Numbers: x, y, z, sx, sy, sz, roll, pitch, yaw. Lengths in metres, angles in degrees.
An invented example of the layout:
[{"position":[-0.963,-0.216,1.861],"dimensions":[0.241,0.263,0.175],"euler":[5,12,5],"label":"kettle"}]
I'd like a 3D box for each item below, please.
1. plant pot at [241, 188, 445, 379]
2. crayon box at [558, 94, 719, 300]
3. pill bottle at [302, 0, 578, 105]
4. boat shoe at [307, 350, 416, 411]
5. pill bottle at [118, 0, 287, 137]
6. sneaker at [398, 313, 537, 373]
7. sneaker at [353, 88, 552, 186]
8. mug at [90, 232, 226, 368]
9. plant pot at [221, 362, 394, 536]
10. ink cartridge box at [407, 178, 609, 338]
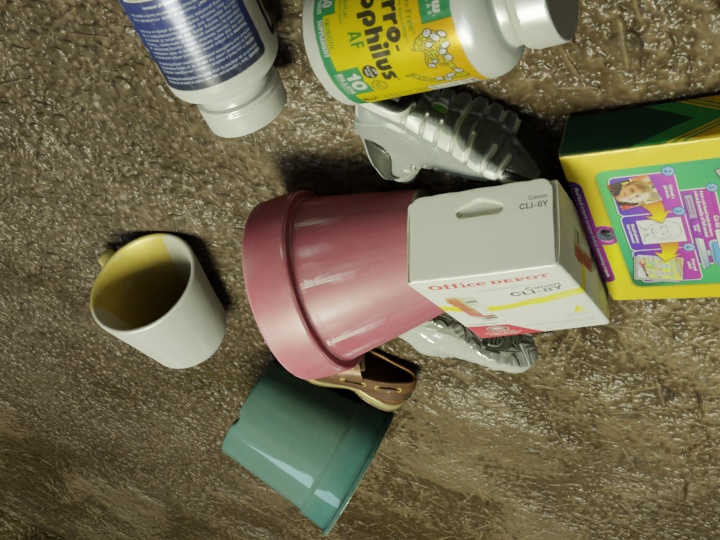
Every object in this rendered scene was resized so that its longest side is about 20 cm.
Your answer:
[{"position":[0.000,0.000,0.945],"dimensions":[0.178,0.201,0.200],"euler":[-15,132,21],"label":"plant pot"},{"position":[0.293,-0.059,0.809],"dimensions":[0.172,0.058,0.200],"euler":[-4,137,30],"label":"crayon box"},{"position":[0.063,-0.201,0.704],"dimensions":[0.199,0.113,0.113],"euler":[-4,137,32],"label":"pill bottle"},{"position":[-0.015,0.122,1.202],"dimensions":[0.199,0.072,0.068],"euler":[24,140,-13],"label":"boat shoe"},{"position":[-0.140,-0.220,0.789],"dimensions":[0.110,0.111,0.201],"euler":[1,139,27],"label":"pill bottle"},{"position":[0.115,0.073,1.073],"dimensions":[0.199,0.078,0.100],"euler":[24,152,14],"label":"sneaker"},{"position":[0.080,-0.113,0.853],"dimensions":[0.199,0.075,0.116],"euler":[30,150,7],"label":"sneaker"},{"position":[-0.257,0.041,1.197],"dimensions":[0.149,0.187,0.153],"euler":[-24,141,6],"label":"mug"},{"position":[-0.084,0.247,1.304],"dimensions":[0.195,0.201,0.201],"euler":[29,145,3],"label":"plant pot"},{"position":[0.146,-0.004,0.862],"dimensions":[0.144,0.084,0.200],"euler":[-8,158,26],"label":"ink cartridge box"}]
